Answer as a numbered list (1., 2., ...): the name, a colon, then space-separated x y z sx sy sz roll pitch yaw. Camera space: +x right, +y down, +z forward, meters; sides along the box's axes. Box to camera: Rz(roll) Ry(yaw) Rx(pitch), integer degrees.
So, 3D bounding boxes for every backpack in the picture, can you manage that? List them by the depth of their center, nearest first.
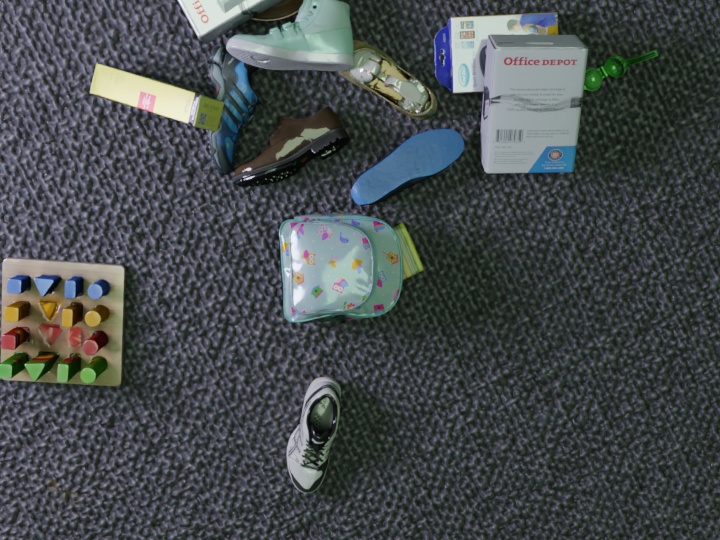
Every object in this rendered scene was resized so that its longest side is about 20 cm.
1. backpack: -0.027 -0.005 1.481 0.197 0.153 0.178 -3 88 -6

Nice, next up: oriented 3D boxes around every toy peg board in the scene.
1. toy peg board: -0.487 0.091 1.510 0.197 0.098 0.202 3 97 -3

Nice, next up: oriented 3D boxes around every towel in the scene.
1. towel: 0.000 0.000 1.561 0.198 0.018 0.087 -24 92 2

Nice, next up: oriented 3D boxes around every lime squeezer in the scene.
1. lime squeezer: 0.390 -0.309 1.516 0.199 0.071 0.038 -25 123 31

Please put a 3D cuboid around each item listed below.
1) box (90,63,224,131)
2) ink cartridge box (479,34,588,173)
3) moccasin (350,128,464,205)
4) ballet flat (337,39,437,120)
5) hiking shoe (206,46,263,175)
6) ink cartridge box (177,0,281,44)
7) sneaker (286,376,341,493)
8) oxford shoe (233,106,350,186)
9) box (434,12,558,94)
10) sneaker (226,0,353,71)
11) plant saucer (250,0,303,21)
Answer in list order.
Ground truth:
1. box: -0.314 -0.266 1.447 0.198 0.075 0.051 20 98 19
2. ink cartridge box: 0.267 -0.261 1.472 0.143 0.084 0.202 0 119 -1
3. moccasin: 0.071 -0.172 1.517 0.198 0.068 0.081 -24 90 0
4. ballet flat: 0.039 -0.307 1.497 0.199 0.071 0.071 32 95 -6
5. hiking shoe: -0.198 -0.252 1.489 0.085 0.074 0.203 2 97 -2
6. ink cartridge box: -0.192 -0.459 1.423 0.198 0.085 0.147 -29 97 3
7. sneaker: -0.079 0.279 1.557 0.075 0.088 0.203 9 98 -5
8. oxford shoe: -0.121 -0.198 1.511 0.198 0.073 0.085 -27 81 -1
9. box: 0.219 -0.348 1.513 0.197 0.041 0.121 -4 98 -4
10. sneaker: -0.108 -0.377 1.456 0.198 0.074 0.120 1 86 -13
11. plant saucer: -0.149 -0.495 1.480 0.197 0.037 0.203 0 98 -2
